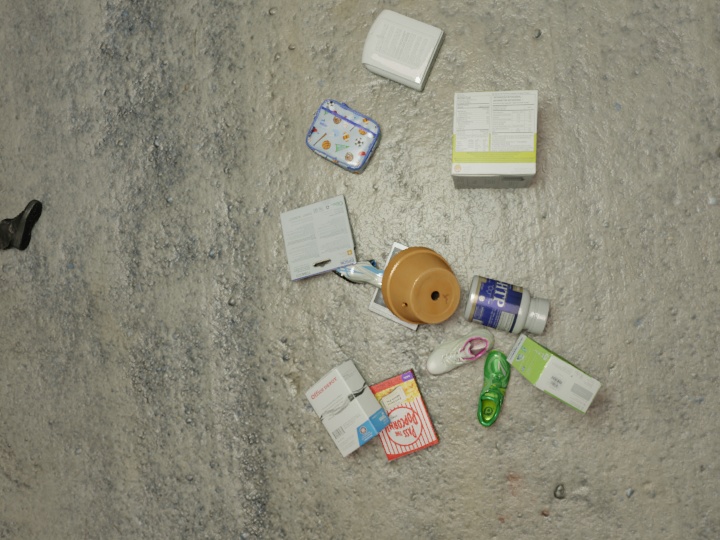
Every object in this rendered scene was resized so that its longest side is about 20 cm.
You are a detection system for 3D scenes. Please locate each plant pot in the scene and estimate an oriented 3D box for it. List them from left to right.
[{"bbox_3d":[0.164,0.048,1.393,0.195,0.140,0.205,-3,100,-15],"label":"plant pot"}]

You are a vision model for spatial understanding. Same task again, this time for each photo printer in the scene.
[{"bbox_3d":[0.107,-0.599,1.483,0.197,0.069,0.169,24,94,11],"label":"photo printer"}]

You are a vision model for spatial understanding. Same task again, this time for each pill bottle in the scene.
[{"bbox_3d":[0.371,0.094,1.402,0.196,0.120,0.122,15,92,10],"label":"pill bottle"}]

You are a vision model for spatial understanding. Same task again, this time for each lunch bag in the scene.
[{"bbox_3d":[-0.048,-0.374,1.511,0.197,0.076,0.163,29,93,9],"label":"lunch bag"}]

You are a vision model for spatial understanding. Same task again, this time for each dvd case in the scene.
[{"bbox_3d":[0.122,0.042,1.500,0.148,0.025,0.204,22,94,10],"label":"dvd case"}]

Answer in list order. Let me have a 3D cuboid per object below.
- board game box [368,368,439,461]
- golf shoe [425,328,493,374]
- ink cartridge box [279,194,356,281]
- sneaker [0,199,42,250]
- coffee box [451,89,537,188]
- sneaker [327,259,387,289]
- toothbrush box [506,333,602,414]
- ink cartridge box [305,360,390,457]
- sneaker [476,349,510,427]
[{"bbox_3d":[0.109,0.390,1.488,0.149,0.046,0.204,-23,85,11],"label":"board game box"},{"bbox_3d":[0.257,0.215,1.439,0.198,0.091,0.076,-31,86,11],"label":"golf shoe"},{"bbox_3d":[-0.116,-0.087,1.524,0.192,0.043,0.205,-14,78,10],"label":"ink cartridge box"},{"bbox_3d":[-1.083,-0.144,1.719,0.103,0.060,0.203,25,98,6],"label":"sneaker"},{"bbox_3d":[0.331,-0.321,1.371,0.195,0.199,0.203,1,89,12],"label":"coffee box"},{"bbox_3d":[0.000,0.000,1.495,0.196,0.072,0.074,14,77,24],"label":"sneaker"},{"bbox_3d":[0.462,0.244,1.328,0.144,0.200,0.087,30,96,-7],"label":"toothbrush box"},{"bbox_3d":[-0.035,0.367,1.469,0.144,0.084,0.202,-42,77,31],"label":"ink cartridge box"},{"bbox_3d":[0.348,0.310,1.423,0.072,0.084,0.205,9,91,11],"label":"sneaker"}]
